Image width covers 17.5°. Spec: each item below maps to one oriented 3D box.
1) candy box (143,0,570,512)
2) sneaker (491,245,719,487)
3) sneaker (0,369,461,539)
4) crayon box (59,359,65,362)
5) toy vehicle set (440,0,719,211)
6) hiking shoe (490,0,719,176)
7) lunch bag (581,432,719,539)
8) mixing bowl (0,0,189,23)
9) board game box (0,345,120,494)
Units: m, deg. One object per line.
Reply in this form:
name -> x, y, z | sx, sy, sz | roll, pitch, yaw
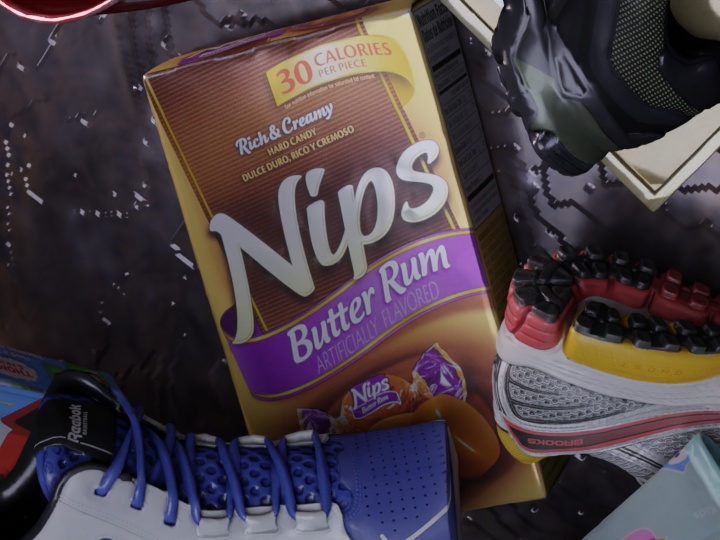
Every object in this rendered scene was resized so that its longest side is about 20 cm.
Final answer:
candy box -> 0.000, 0.000, 0.927 | 0.116, 0.056, 0.201 | -13, 100, 20
sneaker -> 0.144, 0.052, 0.881 | 0.199, 0.078, 0.082 | 14, 121, -4
sneaker -> -0.065, 0.090, 0.866 | 0.198, 0.081, 0.115 | -17, 129, 9
crayon box -> -0.164, 0.166, 1.002 | 0.172, 0.058, 0.201 | -27, 86, 23
toy vehicle set -> 0.084, -0.136, 0.879 | 0.200, 0.027, 0.124 | 45, 112, 1
hiking shoe -> 0.081, -0.139, 0.834 | 0.100, 0.076, 0.201 | -17, 109, 11
lunch bag -> 0.134, 0.187, 0.861 | 0.170, 0.122, 0.200 | -40, 124, 12
mixing bowl -> -0.056, -0.182, 0.845 | 0.200, 0.108, 0.201 | -7, 81, 47
board game box -> -0.202, 0.085, 0.876 | 0.152, 0.199, 0.037 | -57, 42, 15
